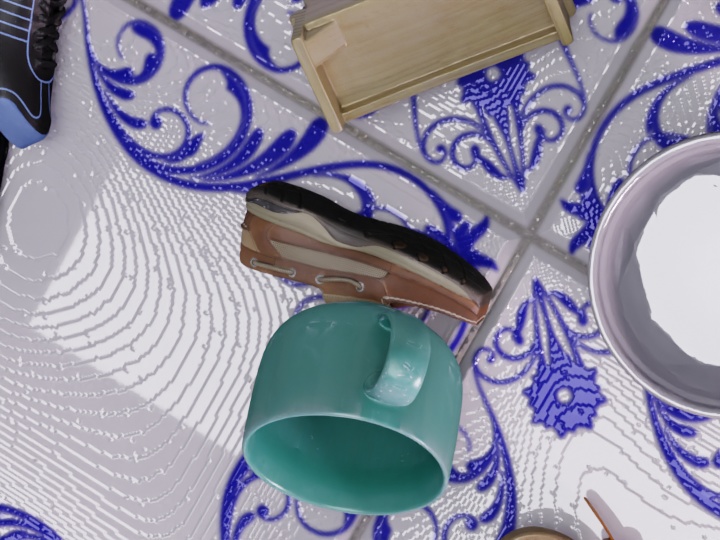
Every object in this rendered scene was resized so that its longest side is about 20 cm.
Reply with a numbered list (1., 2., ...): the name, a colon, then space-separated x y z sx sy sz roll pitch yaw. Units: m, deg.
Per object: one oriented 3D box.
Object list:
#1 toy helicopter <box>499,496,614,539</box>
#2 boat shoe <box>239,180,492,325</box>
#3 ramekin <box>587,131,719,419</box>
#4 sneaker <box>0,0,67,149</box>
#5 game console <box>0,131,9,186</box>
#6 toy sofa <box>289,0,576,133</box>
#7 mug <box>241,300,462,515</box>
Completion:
1. toy helicopter: 0.181 0.260 1.552 0.200 0.079 0.132 35 91 -4
2. boat shoe: 0.000 0.000 1.564 0.199 0.076 0.074 23 105 15
3. ramekin: 0.264 0.001 1.489 0.199 0.105 0.201 1 94 11
4. sneaker: -0.256 -0.197 1.597 0.078 0.070 0.201 -13 91 17
5. game console: -0.374 -0.033 1.657 0.176 0.031 0.201 12 97 7
6. toy sofa: 0.053 -0.184 1.539 0.199 0.098 0.083 -21 114 12
7. mug: 0.010 0.089 1.515 0.185 0.152 0.115 -16 48 36
